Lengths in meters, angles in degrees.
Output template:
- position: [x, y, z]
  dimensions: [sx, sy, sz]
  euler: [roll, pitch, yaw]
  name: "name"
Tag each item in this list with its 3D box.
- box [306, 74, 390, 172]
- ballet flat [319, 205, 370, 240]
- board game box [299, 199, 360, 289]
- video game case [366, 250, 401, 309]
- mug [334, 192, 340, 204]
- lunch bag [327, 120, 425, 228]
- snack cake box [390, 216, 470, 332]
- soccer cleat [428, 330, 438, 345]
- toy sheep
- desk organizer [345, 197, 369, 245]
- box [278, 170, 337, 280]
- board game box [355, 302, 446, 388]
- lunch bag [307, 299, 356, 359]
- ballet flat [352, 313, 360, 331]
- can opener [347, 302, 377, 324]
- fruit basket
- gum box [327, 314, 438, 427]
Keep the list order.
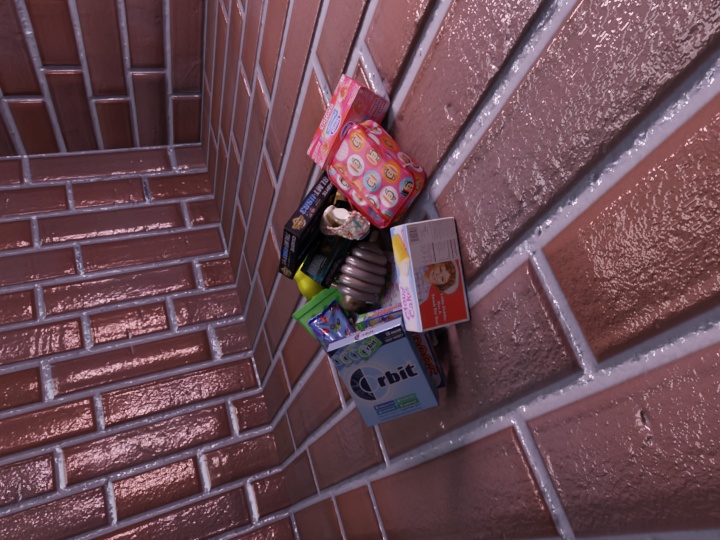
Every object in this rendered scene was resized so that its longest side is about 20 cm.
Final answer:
- position: [-0.030, -0.325, 1.194]
  dimensions: [0.203, 0.094, 0.100]
  euler: [-61, 40, 18]
  name: "box"
- position: [-0.045, -0.114, 1.158]
  dimensions: [0.064, 0.076, 0.198]
  euler: [47, 163, -29]
  name: "ballet flat"
- position: [-0.065, -0.068, 1.237]
  dimensions: [0.203, 0.028, 0.135]
  euler: [-62, 31, 0]
  name: "board game box"
- position: [0.070, 0.029, 1.241]
  dimensions: [0.199, 0.017, 0.147]
  euler: [11, 93, 65]
  name: "video game case"
- position: [-0.114, -0.119, 1.482]
  dimensions: [0.149, 0.150, 0.192]
  euler: [180, 81, -66]
  name: "mug"
- position: [0.026, -0.196, 1.114]
  dimensions: [0.200, 0.082, 0.177]
  euler: [45, 128, 11]
  name: "lunch bag"
- position: [0.135, 0.007, 1.010]
  dimensions: [0.067, 0.112, 0.206]
  euler: [-6, 93, 65]
  name: "snack cake box"
- position: [0.135, 0.068, 1.101]
  dimensions: [0.085, 0.067, 0.205]
  euler: [32, 131, 48]
  name: "soccer cleat"
- position: [0.000, 0.000, 1.231]
  dimensions: [0.137, 0.135, 0.205]
  euler: [27, 102, 61]
  name: "toy sheep"
- position: [0.009, -0.148, 1.292]
  dimensions: [0.077, 0.070, 0.204]
  euler: [52, 144, 42]
  name: "desk organizer"
- position: [-0.125, -0.107, 1.247]
  dimensions: [0.049, 0.202, 0.200]
  euler: [28, 148, 4]
  name: "box"
- position: [0.087, 0.170, 1.097]
  dimensions: [0.035, 0.132, 0.204]
  euler: [-68, -43, -65]
  name: "board game box"
- position: [-0.019, 0.193, 1.226]
  dimensions: [0.200, 0.093, 0.152]
  euler: [42, 164, 43]
  name: "lunch bag"
- position: [-0.032, 0.098, 1.496]
  dimensions: [0.067, 0.056, 0.203]
  euler: [114, 140, -53]
  name: "ballet flat"
- position: [0.043, 0.123, 1.210]
  dimensions: [0.198, 0.067, 0.053]
  euler: [25, 166, 48]
  name: "can opener"
- position: [-0.102, 0.056, 1.421]
  dimensions: [0.155, 0.210, 0.222]
  euler: [-2, -100, -72]
  name: "fruit basket"
- position: [0.049, 0.211, 1.076]
  dimensions: [0.203, 0.167, 0.045]
  euler: [64, -163, -17]
  name: "gum box"
